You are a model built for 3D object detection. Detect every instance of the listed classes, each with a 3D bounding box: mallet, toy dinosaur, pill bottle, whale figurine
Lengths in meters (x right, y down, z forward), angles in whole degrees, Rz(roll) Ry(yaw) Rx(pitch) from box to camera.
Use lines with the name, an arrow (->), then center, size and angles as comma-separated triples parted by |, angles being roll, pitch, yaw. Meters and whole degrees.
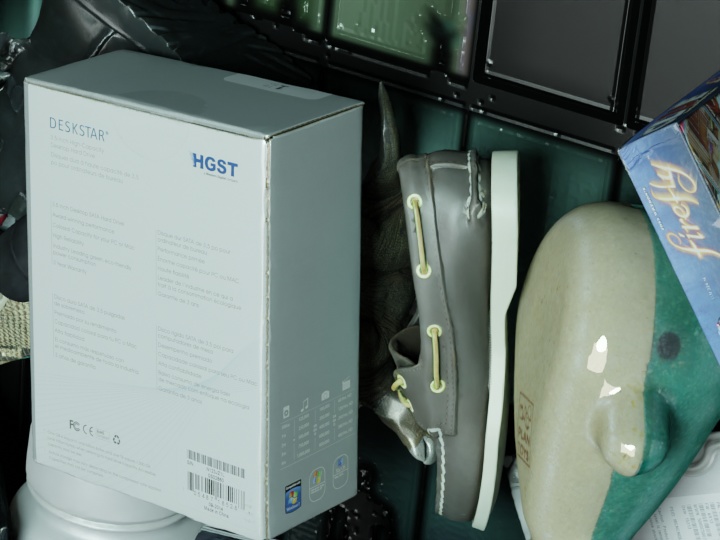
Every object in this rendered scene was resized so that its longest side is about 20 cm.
mallet -> -0.113, 0.040, 1.531 | 0.066, 0.041, 0.200 | -20, 124, 42
toy dinosaur -> 0.000, 0.000, 1.454 | 0.077, 0.102, 0.201 | 9, 107, 36
pill bottle -> -0.140, 0.174, 1.592 | 0.113, 0.113, 0.201 | 21, 119, 22
whale figurine -> 0.127, 0.070, 1.371 | 0.103, 0.159, 0.201 | 5, 97, -11

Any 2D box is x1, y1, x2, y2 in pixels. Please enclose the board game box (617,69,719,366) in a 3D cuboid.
board game box -> 0.197, 0.008, 1.305 | 0.034, 0.135, 0.201 | -21, 98, 36

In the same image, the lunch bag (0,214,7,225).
lunch bag -> -0.298, -0.007, 1.550 | 0.175, 0.200, 0.082 | -21, 100, 22

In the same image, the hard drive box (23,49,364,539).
hard drive box -> -0.081, 0.009, 1.403 | 0.155, 0.077, 0.201 | 16, 114, 35

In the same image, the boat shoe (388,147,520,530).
boat shoe -> 0.044, 0.033, 1.414 | 0.060, 0.072, 0.202 | 3, 116, 2

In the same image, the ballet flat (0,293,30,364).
ballet flat -> -0.225, 0.031, 1.603 | 0.075, 0.068, 0.199 | 39, 136, -26

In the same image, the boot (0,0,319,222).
boot -> -0.115, -0.065, 1.503 | 0.198, 0.073, 0.163 | 41, 127, 11

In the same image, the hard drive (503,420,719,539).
hard drive -> 0.177, 0.139, 1.433 | 0.199, 0.038, 0.141 | -9, 106, 33

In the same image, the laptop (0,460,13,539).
laptop -> -0.257, 0.179, 1.613 | 0.103, 0.177, 0.201 | 1, 118, -14

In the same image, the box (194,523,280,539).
box -> 0.022, 0.233, 1.443 | 0.196, 0.125, 0.200 | 8, 157, 34
